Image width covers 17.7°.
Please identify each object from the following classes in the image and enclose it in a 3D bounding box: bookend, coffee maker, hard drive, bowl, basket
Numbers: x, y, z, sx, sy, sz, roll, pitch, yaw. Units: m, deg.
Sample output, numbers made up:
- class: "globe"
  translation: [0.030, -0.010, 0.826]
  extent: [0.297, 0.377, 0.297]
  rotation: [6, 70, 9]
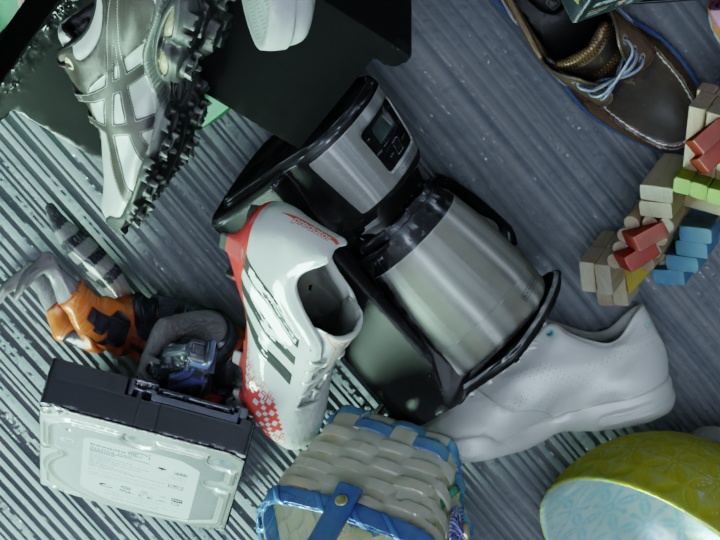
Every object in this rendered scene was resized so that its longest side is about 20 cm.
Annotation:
- class: "bookend"
  translation: [-0.103, -0.141, 1.450]
  extent: [0.199, 0.092, 0.199]
  rotation: [29, 122, -19]
- class: "coffee maker"
  translation: [0.000, 0.000, 1.523]
  extent: [0.192, 0.135, 0.200]
  rotation: [-41, 101, 16]
- class: "hard drive"
  translation: [-0.146, 0.122, 1.548]
  extent: [0.139, 0.200, 0.038]
  rotation: [15, 68, -3]
- class: "bowl"
  translation: [0.231, 0.171, 1.570]
  extent: [0.200, 0.200, 0.108]
  rotation: [45, 61, -11]
- class: "basket"
  translation: [-0.004, 0.202, 1.497]
  extent: [0.138, 0.201, 0.177]
  rotation: [18, 149, 22]

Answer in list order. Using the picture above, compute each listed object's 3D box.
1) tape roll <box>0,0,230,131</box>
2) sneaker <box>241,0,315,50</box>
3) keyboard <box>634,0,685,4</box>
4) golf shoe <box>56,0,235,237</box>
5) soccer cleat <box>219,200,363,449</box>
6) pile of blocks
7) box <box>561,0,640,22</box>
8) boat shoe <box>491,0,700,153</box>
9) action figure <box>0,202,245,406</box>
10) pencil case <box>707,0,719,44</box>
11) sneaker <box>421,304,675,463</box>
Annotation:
- class: "tape roll"
  translation: [-0.148, -0.186, 1.513]
  extent: [0.198, 0.048, 0.202]
  rotation: [1, 109, 3]
- class: "sneaker"
  translation: [-0.013, -0.203, 1.339]
  extent: [0.115, 0.201, 0.074]
  rotation: [6, 139, -14]
- class: "keyboard"
  translation: [0.234, -0.213, 1.456]
  extent: [0.198, 0.104, 0.040]
  rotation: [-4, 129, 5]
- class: "golf shoe"
  translation: [-0.138, -0.113, 1.379]
  extent: [0.094, 0.078, 0.201]
  rotation: [25, 127, 8]
- class: "soccer cleat"
  translation: [-0.036, 0.044, 1.459]
  extent: [0.085, 0.069, 0.201]
  rotation: [19, 135, 28]
- class: "pile of blocks"
  translation: [0.208, -0.031, 1.499]
  extent: [0.082, 0.062, 0.201]
  rotation: [36, 131, 6]
- class: "box"
  translation: [0.181, -0.252, 1.395]
  extent: [0.199, 0.046, 0.160]
  rotation: [-19, 75, -23]
- class: "boat shoe"
  translation: [0.149, -0.142, 1.500]
  extent: [0.200, 0.072, 0.072]
  rotation: [39, 105, -10]
- class: "action figure"
  translation: [-0.138, 0.034, 1.544]
  extent: [0.192, 0.200, 0.105]
  rotation: [25, 67, -13]
- class: "pencil case"
  translation: [0.294, -0.101, 1.499]
  extent: [0.087, 0.088, 0.201]
  rotation: [-21, 105, 9]
- class: "sneaker"
  translation: [0.111, 0.074, 1.581]
  extent: [0.198, 0.075, 0.089]
  rotation: [-14, 102, -3]
